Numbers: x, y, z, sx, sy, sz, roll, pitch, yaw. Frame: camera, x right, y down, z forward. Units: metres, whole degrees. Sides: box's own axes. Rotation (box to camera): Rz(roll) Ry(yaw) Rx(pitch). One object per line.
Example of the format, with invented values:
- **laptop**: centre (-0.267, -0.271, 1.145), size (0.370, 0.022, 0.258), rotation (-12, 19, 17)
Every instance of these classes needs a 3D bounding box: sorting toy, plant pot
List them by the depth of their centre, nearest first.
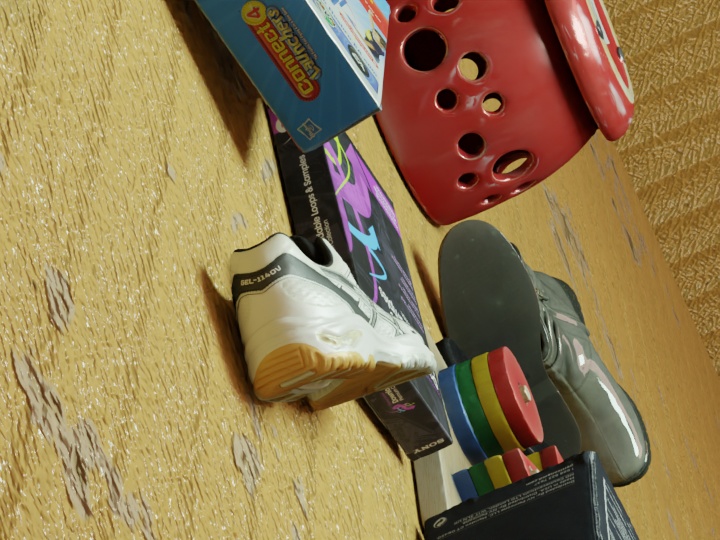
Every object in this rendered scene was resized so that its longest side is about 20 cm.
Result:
- **sorting toy**: centre (0.101, 0.155, 1.830), size (0.200, 0.069, 0.199), rotation (-96, 161, -53)
- **plant pot**: centre (0.106, -0.155, 2.174), size (0.200, 0.182, 0.201), rotation (-20, 90, -79)

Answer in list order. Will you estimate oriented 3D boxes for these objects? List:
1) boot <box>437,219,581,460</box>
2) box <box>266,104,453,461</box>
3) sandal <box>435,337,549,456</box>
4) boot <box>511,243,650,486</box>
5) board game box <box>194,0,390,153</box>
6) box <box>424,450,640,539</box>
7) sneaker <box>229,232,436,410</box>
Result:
- **boot**: centre (0.099, 0.054, 2.069), size (0.075, 0.073, 0.200), rotation (-142, -149, -73)
- **box**: centre (0.000, 0.000, 1.730), size (0.143, 0.036, 0.200), rotation (54, 18, -50)
- **sandal**: centre (0.104, 0.132, 1.990), size (0.200, 0.045, 0.075), rotation (49, 11, -18)
- **boot**: centre (0.157, 0.079, 2.264), size (0.200, 0.068, 0.131), rotation (65, 15, 20)
- **board game box**: centre (-0.061, -0.192, 1.673), size (0.200, 0.056, 0.196), rotation (55, 14, -17)
- **box**: centre (0.125, 0.247, 1.627), size (0.200, 0.123, 0.198), rotation (62, 11, -19)
- **sneaker**: centre (-0.015, 0.023, 1.507), size (0.200, 0.075, 0.088), rotation (26, 43, -75)
